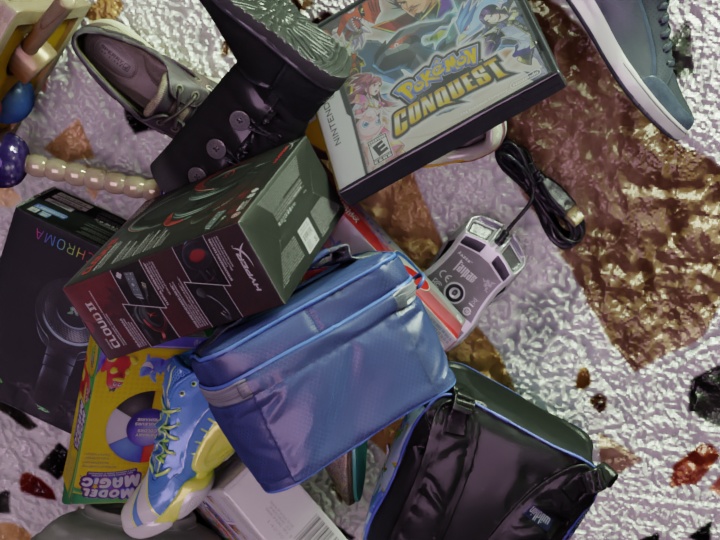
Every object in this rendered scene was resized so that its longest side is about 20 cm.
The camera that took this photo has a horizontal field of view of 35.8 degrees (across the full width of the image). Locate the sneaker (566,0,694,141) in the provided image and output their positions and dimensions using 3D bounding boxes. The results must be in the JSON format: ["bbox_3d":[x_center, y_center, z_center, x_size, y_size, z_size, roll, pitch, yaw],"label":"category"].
[{"bbox_3d":[0.254,-0.221,0.905,0.145,0.077,0.204,-32,97,19],"label":"sneaker"}]

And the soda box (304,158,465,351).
[{"bbox_3d":[0.000,0.000,0.974,0.070,0.063,0.200,-43,92,18],"label":"soda box"}]

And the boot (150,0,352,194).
[{"bbox_3d":[-0.120,-0.148,0.936,0.165,0.066,0.200,43,129,0],"label":"boot"}]

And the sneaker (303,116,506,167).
[{"bbox_3d":[0.026,-0.127,0.961,0.197,0.090,0.076,-3,105,10],"label":"sneaker"}]

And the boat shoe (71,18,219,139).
[{"bbox_3d":[-0.174,-0.155,0.999,0.199,0.065,0.072,36,106,-2],"label":"boat shoe"}]

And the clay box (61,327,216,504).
[{"bbox_3d":[-0.196,0.136,0.997,0.113,0.048,0.203,4,114,-28],"label":"clay box"}]

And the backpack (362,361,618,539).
[{"bbox_3d":[0.102,0.204,1.009,0.181,0.147,0.202,27,104,-1],"label":"backpack"}]

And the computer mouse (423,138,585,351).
[{"bbox_3d":[0.107,-0.011,1.003,0.109,0.044,0.200,42,108,-1],"label":"computer mouse"}]

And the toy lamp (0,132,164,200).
[{"bbox_3d":[-0.230,-0.082,1.024,0.197,0.058,0.059,10,107,-4],"label":"toy lamp"}]

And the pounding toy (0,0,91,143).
[{"bbox_3d":[-0.313,-0.194,0.949,0.142,0.184,0.201,37,108,-2],"label":"pounding toy"}]

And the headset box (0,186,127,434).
[{"bbox_3d":[-0.260,0.053,1.056,0.172,0.093,0.202,25,108,2],"label":"headset box"}]

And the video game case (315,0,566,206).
[{"bbox_3d":[0.049,-0.172,0.917,0.198,0.025,0.183,-28,54,16],"label":"video game case"}]

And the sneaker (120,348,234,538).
[{"bbox_3d":[-0.151,0.131,0.953,0.200,0.076,0.105,-44,111,-4],"label":"sneaker"}]

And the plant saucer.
[{"bbox_3d":[-0.211,0.250,1.057,0.197,0.200,0.051,7,87,7],"label":"plant saucer"}]

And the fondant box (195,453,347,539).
[{"bbox_3d":[-0.085,0.237,1.028,0.058,0.200,0.145,-42,96,-23],"label":"fondant box"}]

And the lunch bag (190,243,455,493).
[{"bbox_3d":[-0.029,0.061,0.872,0.198,0.136,0.134,-31,98,-13],"label":"lunch bag"}]

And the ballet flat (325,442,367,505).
[{"bbox_3d":[-0.024,0.120,1.055,0.066,0.068,0.203,5,96,12],"label":"ballet flat"}]

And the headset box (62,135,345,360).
[{"bbox_3d":[-0.130,-0.015,0.890,0.198,0.149,0.076,-18,113,29],"label":"headset box"}]
